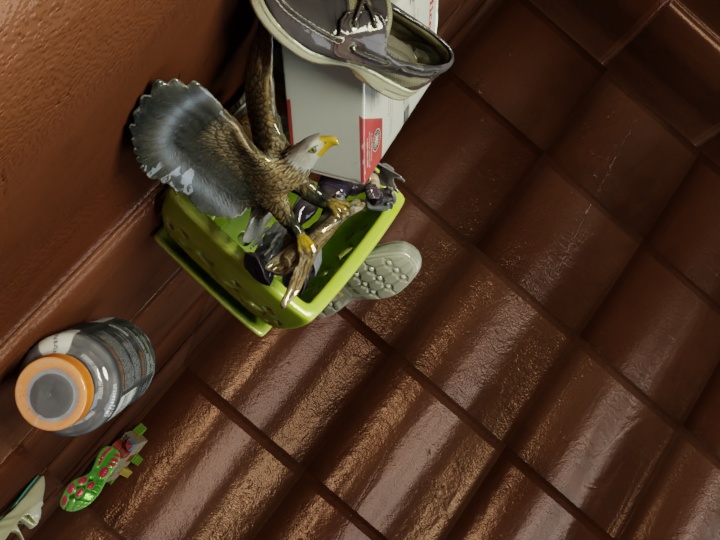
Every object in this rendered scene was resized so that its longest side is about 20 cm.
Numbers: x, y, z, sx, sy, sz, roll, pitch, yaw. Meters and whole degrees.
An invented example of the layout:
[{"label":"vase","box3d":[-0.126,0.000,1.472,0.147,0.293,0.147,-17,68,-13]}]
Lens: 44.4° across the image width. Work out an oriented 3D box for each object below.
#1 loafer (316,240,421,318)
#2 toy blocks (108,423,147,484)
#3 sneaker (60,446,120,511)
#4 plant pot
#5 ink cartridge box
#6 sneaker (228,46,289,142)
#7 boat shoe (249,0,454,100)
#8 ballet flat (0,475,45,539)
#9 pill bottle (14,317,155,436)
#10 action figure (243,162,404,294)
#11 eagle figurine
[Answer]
[{"label":"loafer","box3d":[0.000,0.000,1.059,0.199,0.070,0.070,-19,-148,45]},{"label":"toy blocks","box3d":[-0.708,0.542,2.563,0.200,0.100,0.137,-50,170,4]},{"label":"sneaker","box3d":[-0.700,0.552,2.299,0.200,0.077,0.084,-50,177,-41]},{"label":"plant pot","box3d":[-0.104,-0.053,0.991,0.199,0.200,0.181,-51,-171,-29]},{"label":"ink cartridge box","box3d":[0.005,-0.205,0.860,0.148,0.082,0.201,89,23,-43]},{"label":"sneaker","box3d":[-0.106,-0.152,0.872,0.087,0.076,0.201,-11,-143,41]},{"label":"boat shoe","box3d":[-0.002,-0.191,0.681,0.064,0.073,0.199,-20,155,36]},{"label":"ballet flat","box3d":[-0.612,0.449,1.565,0.070,0.069,0.200,-49,-178,36]},{"label":"pill bottle","box3d":[-0.290,0.111,0.929,0.106,0.106,0.200,-50,-179,3]},{"label":"action figure","box3d":[-0.034,-0.070,0.873,0.201,0.129,0.070,-59,155,-29]},{"label":"eagle figurine","box3d":[-0.081,-0.099,0.722,0.150,0.200,0.152,-34,-157,13]}]
